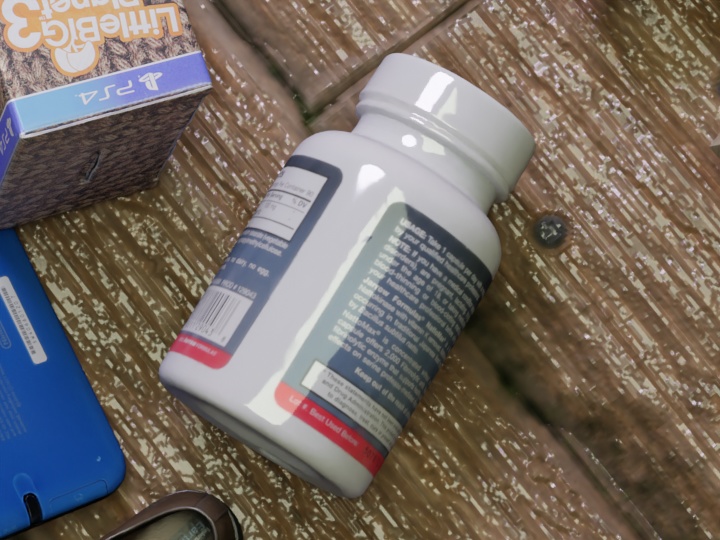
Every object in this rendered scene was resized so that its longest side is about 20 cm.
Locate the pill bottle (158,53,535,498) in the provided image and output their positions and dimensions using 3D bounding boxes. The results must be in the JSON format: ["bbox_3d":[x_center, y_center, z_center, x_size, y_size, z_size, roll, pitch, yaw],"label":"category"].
[{"bbox_3d":[0.000,0.000,1.232,0.120,0.120,0.200,31,81,5],"label":"pill bottle"}]

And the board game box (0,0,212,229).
[{"bbox_3d":[-0.163,-0.143,1.228,0.097,0.159,0.200,-16,79,-19],"label":"board game box"}]

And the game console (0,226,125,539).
[{"bbox_3d":[-0.246,0.065,1.271,0.171,0.118,0.200,-20,79,-36],"label":"game console"}]

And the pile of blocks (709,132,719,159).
[{"bbox_3d":[0.231,-0.125,1.291,0.082,0.062,0.200,21,77,-26],"label":"pile of blocks"}]

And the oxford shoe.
[{"bbox_3d":[-0.142,0.181,1.216,0.073,0.084,0.200,41,84,5],"label":"oxford shoe"}]
